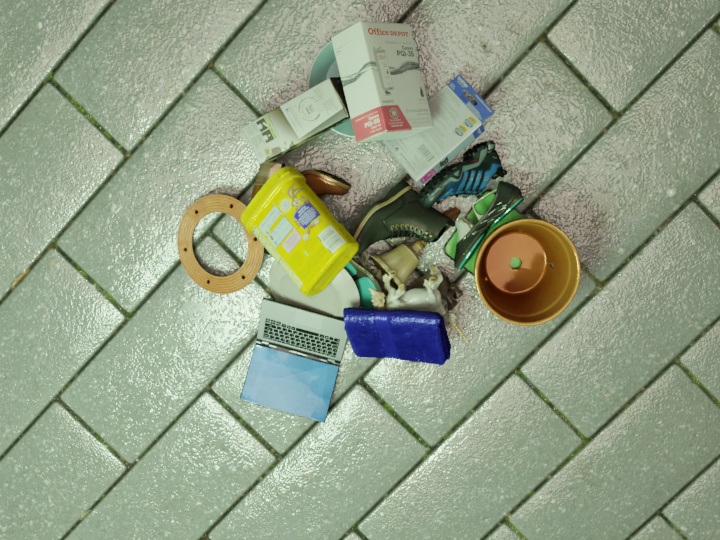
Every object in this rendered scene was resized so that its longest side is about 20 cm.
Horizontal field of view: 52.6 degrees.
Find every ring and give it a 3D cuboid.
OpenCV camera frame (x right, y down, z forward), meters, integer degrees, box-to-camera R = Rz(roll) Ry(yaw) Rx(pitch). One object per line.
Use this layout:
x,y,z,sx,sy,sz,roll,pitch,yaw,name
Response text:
-0.283,-0.053,1.480,0.198,0.019,0.203,2,98,18,ring

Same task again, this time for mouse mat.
0.289,-0.047,1.490,0.199,0.008,0.162,36,98,-3,mouse mat

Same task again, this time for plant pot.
0.314,-0.005,1.422,0.197,0.140,0.203,0,98,2,plant pot

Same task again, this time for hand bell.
0.126,-0.056,1.466,0.200,0.104,0.104,-41,95,-5,hand bell

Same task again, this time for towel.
0.070,0.131,1.416,0.198,0.050,0.148,1,143,19,towel

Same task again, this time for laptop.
-0.134,0.184,1.481,0.185,0.117,0.201,15,134,-1,laptop

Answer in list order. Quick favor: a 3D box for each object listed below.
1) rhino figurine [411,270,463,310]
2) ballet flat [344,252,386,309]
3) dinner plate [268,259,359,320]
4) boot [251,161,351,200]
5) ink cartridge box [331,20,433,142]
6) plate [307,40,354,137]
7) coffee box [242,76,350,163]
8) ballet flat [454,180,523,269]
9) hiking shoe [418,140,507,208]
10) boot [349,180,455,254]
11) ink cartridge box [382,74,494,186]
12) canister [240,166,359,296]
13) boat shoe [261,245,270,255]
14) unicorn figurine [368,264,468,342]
0.110,0.080,1.488,0.200,0.060,0.088,-40,101,6,rhino figurine
0.000,0.000,1.445,0.067,0.076,0.201,-21,115,44,ballet flat
-0.097,0.046,1.458,0.198,0.024,0.202,11,128,15,dinner plate
-0.124,-0.128,1.456,0.197,0.077,0.157,11,98,2,boot
0.041,-0.347,1.344,0.082,0.146,0.203,-11,93,45,ink cartridge box
-0.005,-0.366,1.443,0.197,0.026,0.203,0,99,2,plate
-0.110,-0.288,1.394,0.198,0.113,0.080,-25,98,19,coffee box
0.238,-0.095,1.449,0.068,0.068,0.200,43,105,12,ballet flat
0.203,-0.171,1.418,0.199,0.074,0.087,-37,103,-15,hiking shoe
0.078,-0.076,1.400,0.138,0.078,0.200,36,65,16,boot
0.154,-0.273,1.420,0.200,0.042,0.120,-42,65,9,ink cartridge box
-0.113,-0.070,1.361,0.149,0.086,0.200,-47,72,20,canister
-0.115,-0.009,1.476,0.199,0.074,0.064,23,91,-6,boat shoe
0.118,0.057,1.409,0.197,0.074,0.138,6,137,7,unicorn figurine
